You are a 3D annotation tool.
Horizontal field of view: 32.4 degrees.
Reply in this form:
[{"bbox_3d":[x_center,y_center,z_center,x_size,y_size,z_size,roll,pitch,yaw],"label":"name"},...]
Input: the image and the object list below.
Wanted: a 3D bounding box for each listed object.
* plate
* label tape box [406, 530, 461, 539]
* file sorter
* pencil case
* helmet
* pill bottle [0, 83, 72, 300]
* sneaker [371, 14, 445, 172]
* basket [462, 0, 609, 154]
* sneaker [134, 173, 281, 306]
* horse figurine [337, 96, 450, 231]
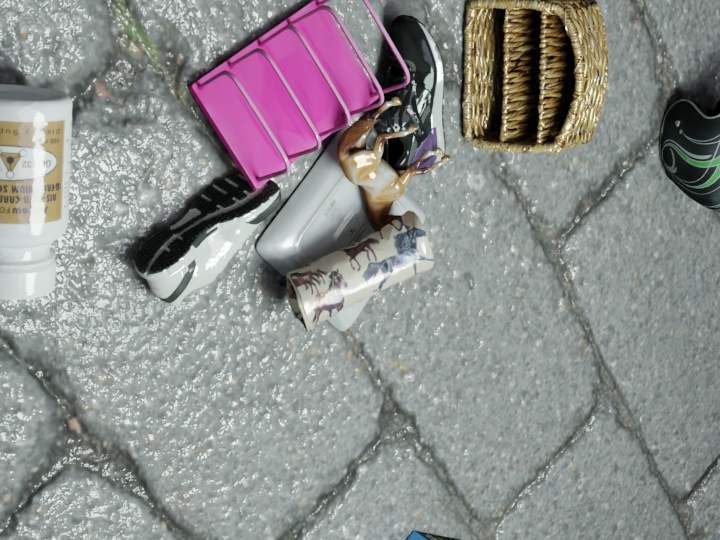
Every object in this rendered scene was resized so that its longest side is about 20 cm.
[{"bbox_3d":[-0.014,-0.048,1.587,0.201,0.032,0.200,-53,129,-11],"label":"plate"},{"bbox_3d":[0.133,0.439,1.796,0.199,0.144,0.064,21,92,-41],"label":"label tape box"},{"bbox_3d":[-0.063,-0.211,1.405,0.199,0.125,0.140,-39,104,-22],"label":"file sorter"},{"bbox_3d":[0.000,0.000,1.531,0.198,0.089,0.079,-27,98,-13],"label":"pencil case"},{"bbox_3d":[0.576,-0.189,1.904,0.198,0.190,0.203,-14,115,-34],"label":"helmet"},{"bbox_3d":[-0.351,-0.079,1.252,0.113,0.114,0.203,-6,109,-37],"label":"pill bottle"},{"bbox_3d":[0.054,-0.213,1.552,0.087,0.075,0.203,-27,120,-33],"label":"sneaker"},{"bbox_3d":[0.232,-0.257,1.638,0.147,0.142,0.203,-12,112,-36],"label":"basket"},{"bbox_3d":[-0.173,-0.038,1.449,0.199,0.074,0.081,-37,141,-19],"label":"sneaker"},{"bbox_3d":[0.028,-0.131,1.520,0.132,0.050,0.200,-36,140,12],"label":"horse figurine"}]
